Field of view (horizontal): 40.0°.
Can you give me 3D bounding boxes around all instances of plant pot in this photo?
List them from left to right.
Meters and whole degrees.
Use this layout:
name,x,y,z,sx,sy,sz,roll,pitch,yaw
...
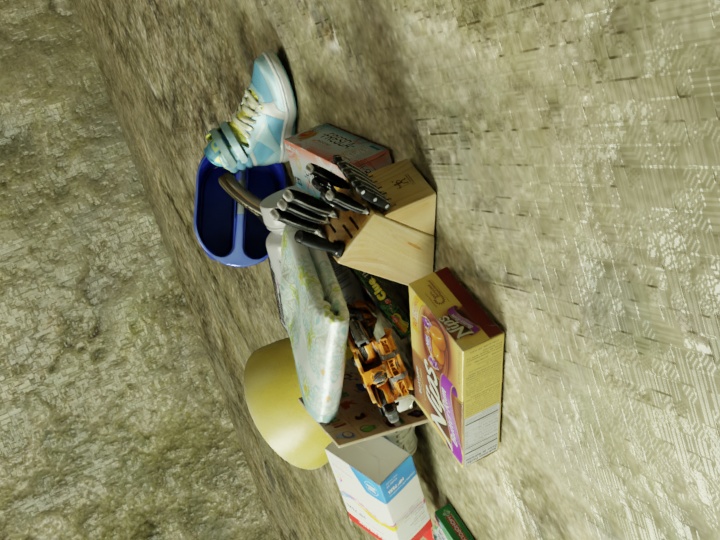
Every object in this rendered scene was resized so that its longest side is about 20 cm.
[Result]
name,x,y,z,sx,sy,sz,roll,pitch,yaw
plant pot,-0.055,0.173,1.470,0.141,0.199,0.202,-32,78,27

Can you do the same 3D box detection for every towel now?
name,x,y,z,sx,sy,sz,roll,pitch,yaw
towel,-0.060,0.058,1.218,0.201,0.047,0.173,-113,21,-46

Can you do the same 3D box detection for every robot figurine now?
name,x,y,z,sx,sy,sz,roll,pitch,yaw
robot figurine,0.017,0.102,1.222,0.200,0.057,0.147,-128,15,-77

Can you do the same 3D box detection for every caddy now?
name,x,y,z,sx,sy,sz,roll,pitch,yaw
caddy,-0.186,-0.102,1.528,0.105,0.139,0.204,133,139,-76

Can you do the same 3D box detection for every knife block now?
name,x,y,z,sx,sy,sz,roll,pitch,yaw
knife block,-0.007,-0.038,1.061,0.064,0.173,0.202,54,159,36

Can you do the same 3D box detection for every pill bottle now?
name,x,y,z,sx,sy,sz,roll,pitch,yaw
pill bottle,-0.066,-0.011,1.371,0.113,0.112,0.203,27,136,64

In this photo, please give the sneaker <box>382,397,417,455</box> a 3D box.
name,x,y,z,sx,sy,sz,roll,pitch,yaw
sneaker,0.057,0.213,1.390,0.084,0.073,0.200,40,156,7

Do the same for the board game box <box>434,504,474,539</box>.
name,x,y,z,sx,sy,sz,roll,pitch,yaw
board game box,0.165,0.445,1.387,0.201,0.029,0.136,53,158,38

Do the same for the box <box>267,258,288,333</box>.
name,x,y,z,sx,sy,sz,roll,pitch,yaw
box,-0.084,0.078,1.639,0.200,0.049,0.159,49,155,44

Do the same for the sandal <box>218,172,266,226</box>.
name,x,y,z,sx,sy,sz,roll,pitch,yaw
sandal,-0.122,-0.087,1.459,0.199,0.055,0.082,39,173,-19

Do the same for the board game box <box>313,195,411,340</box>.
name,x,y,z,sx,sy,sz,roll,pitch,yaw
board game box,0.000,0.000,1.234,0.201,0.023,0.105,54,180,6

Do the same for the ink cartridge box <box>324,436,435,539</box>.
name,x,y,z,sx,sy,sz,roll,pitch,yaw
ink cartridge box,0.031,0.322,1.408,0.115,0.067,0.202,25,143,42

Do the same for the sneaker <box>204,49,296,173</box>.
name,x,y,z,sx,sy,sz,roll,pitch,yaw
sneaker,-0.159,-0.208,1.378,0.080,0.129,0.201,57,160,33

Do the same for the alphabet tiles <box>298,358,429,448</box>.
name,x,y,z,sx,sy,sz,roll,pitch,yaw
alphabet tiles,0.007,0.160,1.280,0.200,0.165,0.008,-144,46,-59

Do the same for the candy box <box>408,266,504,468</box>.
name,x,y,z,sx,sy,sz,roll,pitch,yaw
candy box,0.106,0.110,1.106,0.117,0.056,0.202,53,156,41

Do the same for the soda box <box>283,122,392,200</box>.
name,x,y,z,sx,sy,sz,roll,pitch,yaw
soda box,-0.025,-0.123,1.196,0.200,0.063,0.069,36,146,60
